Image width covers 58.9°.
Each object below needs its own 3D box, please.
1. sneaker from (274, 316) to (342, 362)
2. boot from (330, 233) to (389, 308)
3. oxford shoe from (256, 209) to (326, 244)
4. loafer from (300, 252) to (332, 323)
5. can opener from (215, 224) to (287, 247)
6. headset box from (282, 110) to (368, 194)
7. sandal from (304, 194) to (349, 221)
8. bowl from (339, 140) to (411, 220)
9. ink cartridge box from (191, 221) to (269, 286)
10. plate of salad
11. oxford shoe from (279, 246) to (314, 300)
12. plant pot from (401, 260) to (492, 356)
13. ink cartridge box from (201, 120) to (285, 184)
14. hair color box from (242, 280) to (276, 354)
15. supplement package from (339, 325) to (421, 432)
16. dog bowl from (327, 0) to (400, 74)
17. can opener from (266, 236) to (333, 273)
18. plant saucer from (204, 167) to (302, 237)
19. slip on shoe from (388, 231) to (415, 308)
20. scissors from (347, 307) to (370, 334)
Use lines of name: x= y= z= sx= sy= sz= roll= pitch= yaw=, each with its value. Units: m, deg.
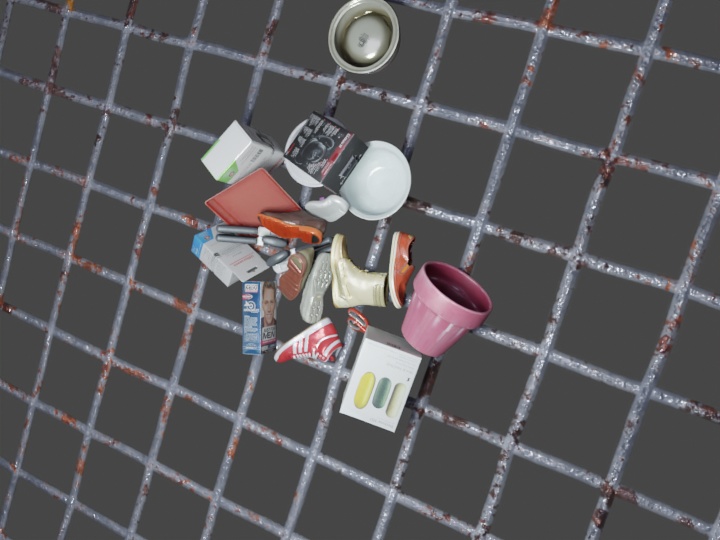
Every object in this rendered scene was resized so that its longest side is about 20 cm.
sneaker: x=-0.140 y=0.227 z=1.758 sx=0.199 sy=0.071 sz=0.113 roll=-35 pitch=76 yaw=14
boot: x=0.000 y=0.000 z=1.703 sx=0.154 sy=0.073 sz=0.202 roll=-1 pitch=92 yaw=20
oxford shoe: x=-0.187 y=-0.132 z=1.753 sx=0.198 sy=0.071 sz=0.073 roll=17 pitch=60 yaw=10
loafer: x=-0.125 y=0.044 z=1.748 sx=0.070 sy=0.070 sz=0.202 roll=27 pitch=102 yaw=50
can opener: x=-0.303 y=-0.098 z=1.781 sx=0.198 sy=0.066 sz=0.053 roll=5 pitch=93 yaw=-11
headset box: x=-0.086 y=-0.302 z=1.644 sx=0.200 sy=0.077 sz=0.149 roll=38 pitch=95 yaw=38
sandal: x=-0.080 y=-0.173 z=1.698 sx=0.082 sy=0.202 sz=0.050 roll=40 pitch=71 yaw=-24
bowl: x=0.049 y=-0.231 z=1.674 sx=0.199 sy=0.090 sz=0.203 roll=0 pitch=90 yaw=20
ink cartridge box: x=-0.367 y=-0.034 z=1.802 sx=0.200 sy=0.116 sz=0.068 roll=42 pitch=134 yaw=15
plate of salad: x=-0.114 y=-0.325 z=1.753 sx=0.198 sy=0.048 sz=0.202 roll=-3 pitch=80 yaw=18
oxford shoe: x=-0.167 y=0.011 z=1.743 sx=0.071 sy=0.074 sz=0.200 roll=44 pitch=142 yaw=9
plant pot: x=0.199 y=0.106 z=1.585 sx=0.200 sy=0.200 sz=0.180 roll=38 pitch=118 yaw=15
ink cartridge box: x=-0.313 y=-0.308 z=1.743 sx=0.145 sy=0.200 sz=0.084 roll=-44 pitch=74 yaw=14
hair color box: x=-0.282 y=0.129 z=1.790 sx=0.060 sy=0.100 sz=0.202 roll=0 pitch=91 yaw=19
supplement package: x=0.053 y=0.272 z=1.630 sx=0.151 sy=0.151 sz=0.202 roll=20 pitch=98 yaw=1
dog bowl: x=0.018 y=-0.612 z=1.688 sx=0.198 sy=0.074 sz=0.202 roll=1 pitch=92 yaw=19
can opener: x=-0.166 y=-0.043 z=1.764 sx=0.199 sy=0.067 sz=0.054 roll=-19 pitch=85 yaw=19
plant saucer: x=-0.291 y=-0.184 z=1.764 sx=0.199 sy=0.200 sz=0.037 roll=-27 pitch=45 yaw=18
slip on shoe: x=0.111 y=-0.001 z=1.668 sx=0.061 sy=0.074 sz=0.202 roll=4 pitch=87 yaw=16
scissors: x=0.039 y=0.177 z=1.704 sx=0.200 sy=0.014 sz=0.073 roll=40 pitch=140 yaw=15
